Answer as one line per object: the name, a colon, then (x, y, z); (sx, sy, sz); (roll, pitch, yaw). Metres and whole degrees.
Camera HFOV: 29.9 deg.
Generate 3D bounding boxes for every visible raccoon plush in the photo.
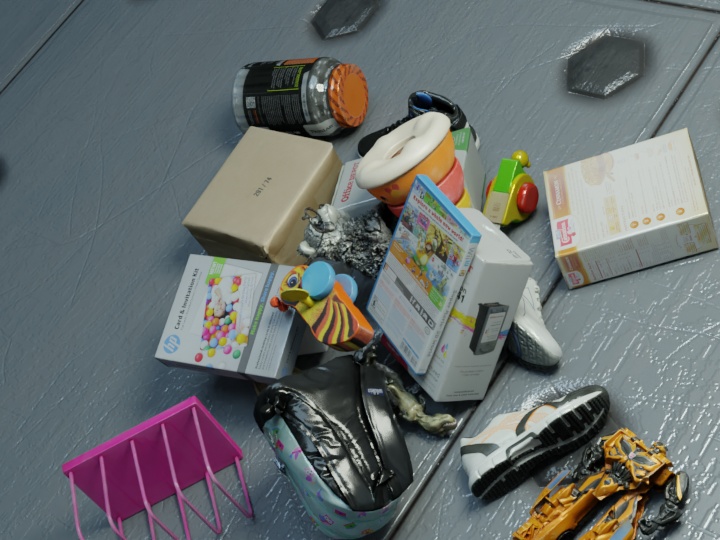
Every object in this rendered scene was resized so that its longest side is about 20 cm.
raccoon plush: (0.000, 0.000, 1.798); (0.132, 0.097, 0.203); (-20, 90, 24)

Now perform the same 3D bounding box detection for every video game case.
video game case: (0.074, 0.005, 1.660); (0.143, 0.018, 0.202); (52, 130, 46)

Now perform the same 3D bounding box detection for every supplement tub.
supplement tub: (-0.095, -0.271, 2.119); (0.197, 0.123, 0.124); (1, 54, 30)

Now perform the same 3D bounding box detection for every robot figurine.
robot figurine: (0.272, 0.261, 1.507); (0.200, 0.058, 0.145); (-44, 46, -10)

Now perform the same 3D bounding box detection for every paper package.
paper package: (-0.134, -0.098, 2.010); (0.189, 0.104, 0.201); (16, 63, 38)

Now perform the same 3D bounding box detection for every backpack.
backpack: (-0.023, 0.218, 1.622); (0.165, 0.127, 0.201); (-22, 64, -25)

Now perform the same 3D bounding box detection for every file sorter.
file sorter: (-0.256, 0.287, 1.726); (0.198, 0.139, 0.126); (-27, 46, 6)

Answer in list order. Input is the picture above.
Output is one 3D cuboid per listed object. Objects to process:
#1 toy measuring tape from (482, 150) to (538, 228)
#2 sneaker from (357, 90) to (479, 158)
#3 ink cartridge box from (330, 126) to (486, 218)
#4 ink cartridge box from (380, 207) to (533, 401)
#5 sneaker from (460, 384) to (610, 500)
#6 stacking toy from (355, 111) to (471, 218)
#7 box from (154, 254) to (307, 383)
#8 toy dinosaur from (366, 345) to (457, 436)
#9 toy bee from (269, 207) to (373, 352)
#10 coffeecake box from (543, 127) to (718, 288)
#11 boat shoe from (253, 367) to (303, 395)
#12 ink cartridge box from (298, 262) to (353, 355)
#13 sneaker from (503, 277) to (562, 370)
toy measuring tape: (0.197, -0.065, 1.839); (0.073, 0.073, 0.203); (12, 82, 36)
sneaker: (0.071, -0.216, 1.987); (0.197, 0.112, 0.074); (-2, 51, 28)
ink cartridge box: (0.068, -0.110, 1.893); (0.197, 0.088, 0.146); (-13, 30, 17)
ink cartridge box: (0.117, 0.041, 1.685); (0.085, 0.203, 0.148); (-1, 29, -33)
sneaker: (0.202, 0.186, 1.600); (0.198, 0.074, 0.080); (-31, 42, 2)
stacking toy: (0.099, -0.090, 1.753); (0.145, 0.201, 0.147); (-32, 19, 13)
box: (-0.165, 0.064, 1.808); (0.197, 0.041, 0.158); (7, 69, 31)
toy dinosaur: (0.038, 0.148, 1.713); (0.047, 0.088, 0.199); (-45, 46, -9)
toy bee: (-0.057, 0.036, 1.712); (0.108, 0.131, 0.201); (-39, 32, 18)
coffeecake box: (0.346, -0.080, 1.743); (0.197, 0.073, 0.155); (-16, 47, 17)
boat shoe: (-0.087, 0.165, 1.783); (0.074, 0.067, 0.199); (-46, 44, -11)
ink cartridge box: (-0.095, 0.058, 1.865); (0.197, 0.068, 0.116); (-9, 37, 24)
sneaker: (0.201, 0.046, 1.723); (0.086, 0.075, 0.200); (-24, 49, -17)
